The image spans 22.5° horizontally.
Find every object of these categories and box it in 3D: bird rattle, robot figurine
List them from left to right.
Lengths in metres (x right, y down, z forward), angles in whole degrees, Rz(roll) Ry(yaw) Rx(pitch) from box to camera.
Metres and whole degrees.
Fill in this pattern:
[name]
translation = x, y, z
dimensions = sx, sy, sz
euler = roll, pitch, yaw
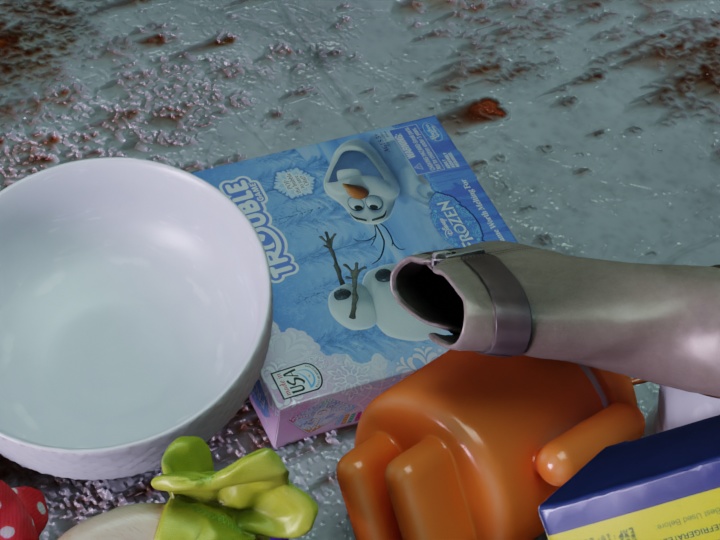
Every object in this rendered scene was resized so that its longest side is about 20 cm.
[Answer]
[bird rattle]
translation = -0.113, 0.161, 0.864
dimensions = 0.200, 0.113, 0.163
euler = -17, 79, -19
[robot figurine]
translation = 0.076, 0.094, 1.019
dimensions = 0.200, 0.144, 0.117
euler = -28, 69, -39

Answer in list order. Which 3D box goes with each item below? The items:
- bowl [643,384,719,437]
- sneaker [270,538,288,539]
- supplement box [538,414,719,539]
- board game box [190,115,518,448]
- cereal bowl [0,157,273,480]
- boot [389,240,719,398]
[bowl]
translation = 0.223, 0.106, 1.026
dimensions = 0.090, 0.201, 0.201
euler = -24, 38, 30
[sneaker]
translation = -0.099, 0.205, 0.935
dimensions = 0.200, 0.070, 0.100
euler = -35, 68, -28
[supplement box]
translation = 0.185, 0.178, 0.884
dimensions = 0.110, 0.109, 0.200
euler = -23, 93, -62
[board game box]
translation = 0.000, 0.000, 1.147
dimensions = 0.199, 0.043, 0.200
euler = -16, 52, -20
[cereal bowl]
translation = -0.147, 0.036, 1.052
dimensions = 0.200, 0.083, 0.200
euler = -1, 57, 1
[boot]
translation = 0.112, 0.026, 0.931
dimensions = 0.146, 0.070, 0.200
euler = 2, 7, -29
